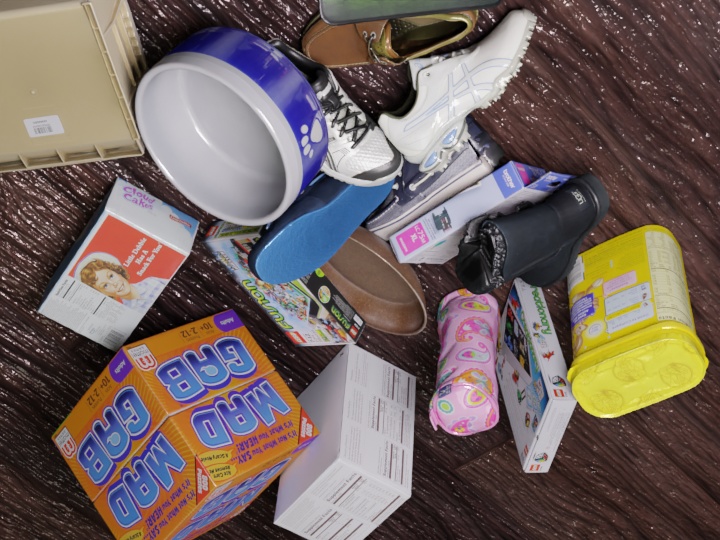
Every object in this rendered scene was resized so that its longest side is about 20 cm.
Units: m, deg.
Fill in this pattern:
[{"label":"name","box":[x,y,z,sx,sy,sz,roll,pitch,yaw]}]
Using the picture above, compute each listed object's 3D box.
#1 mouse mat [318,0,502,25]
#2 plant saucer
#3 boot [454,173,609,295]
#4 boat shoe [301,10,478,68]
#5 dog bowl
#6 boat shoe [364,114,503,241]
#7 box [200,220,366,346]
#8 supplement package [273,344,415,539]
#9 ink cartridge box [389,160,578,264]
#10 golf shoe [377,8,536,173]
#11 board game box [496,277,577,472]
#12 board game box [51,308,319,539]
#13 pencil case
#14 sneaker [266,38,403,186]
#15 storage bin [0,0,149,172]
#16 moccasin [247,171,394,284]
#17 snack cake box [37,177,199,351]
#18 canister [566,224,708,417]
[{"label":"mouse mat","box":[0.048,-0.322,1.244,0.198,0.008,0.163,-10,107,-19]},{"label":"plant saucer","box":[0.000,0.000,1.548,0.199,0.037,0.201,29,156,14]},{"label":"boot","box":[0.171,-0.020,1.462,0.167,0.077,0.200,-24,162,-27]},{"label":"boat shoe","box":[0.025,-0.249,1.359,0.198,0.068,0.072,-17,130,21]},{"label":"dog bowl","box":[-0.134,-0.149,1.373,0.199,0.079,0.201,24,140,22]},{"label":"boat shoe","box":[0.061,-0.113,1.482,0.199,0.075,0.093,-34,104,29]},{"label":"box","box":[-0.092,0.015,1.590,0.109,0.035,0.200,-6,134,44]},{"label":"supplement package","box":[-0.018,0.228,1.682,0.110,0.201,0.156,29,127,-18]},{"label":"ink cartridge box","box":[0.140,-0.070,1.472,0.199,0.119,0.042,-29,78,23]},{"label":"golf shoe","box":[0.099,-0.202,1.363,0.097,0.078,0.201,36,97,-9]},{"label":"board game box","box":[0.204,0.123,1.573,0.034,0.201,0.127,3,133,-12]},{"label":"board game box","box":[-0.217,0.204,1.631,0.200,0.199,0.200,52,126,14]},{"label":"pencil case","box":[0.125,0.108,1.567,0.086,0.201,0.088,4,127,5]},{"label":"sneaker","box":[-0.039,-0.165,1.383,0.199,0.076,0.088,35,159,2]},{"label":"storage bin","box":[-0.339,-0.215,1.408,0.198,0.094,0.200,-6,130,10]},{"label":"moccasin","box":[-0.048,-0.056,1.439,0.068,0.199,0.081,26,145,46]},{"label":"snack cake box","box":[-0.296,-0.004,1.599,0.114,0.068,0.200,30,126,-17]},{"label":"canister","box":[0.309,0.053,1.504,0.148,0.201,0.087,-25,124,24]}]
